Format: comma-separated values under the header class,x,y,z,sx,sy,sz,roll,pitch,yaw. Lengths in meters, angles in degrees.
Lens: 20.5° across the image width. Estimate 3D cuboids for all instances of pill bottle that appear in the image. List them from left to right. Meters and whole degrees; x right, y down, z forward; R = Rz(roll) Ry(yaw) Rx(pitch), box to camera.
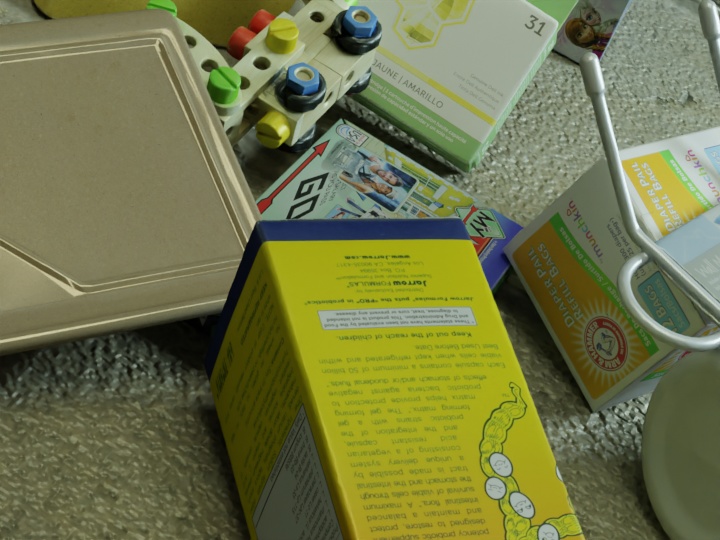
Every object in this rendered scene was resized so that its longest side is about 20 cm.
class,x,y,z,sx,sy,sz,roll,pitch,yaw
pill bottle,0.257,0.092,1.051,0.199,0.116,0.116,-3,45,-33

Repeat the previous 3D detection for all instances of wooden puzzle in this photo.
class,x,y,z,sx,sy,sz,roll,pitch,yaw
wooden puzzle,-0.148,-0.046,0.991,0.184,0.037,0.201,-10,58,-30

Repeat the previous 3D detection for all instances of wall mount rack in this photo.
class,x,y,z,sx,sy,sz,roll,pitch,yaw
wall mount rack,0.192,-0.045,1.027,0.174,0.075,0.199,46,42,17

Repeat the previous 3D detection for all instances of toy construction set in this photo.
class,x,y,z,sx,sy,sz,roll,pitch,yaw
toy construction set,-0.064,-0.136,1.136,0.131,0.092,0.200,31,65,13

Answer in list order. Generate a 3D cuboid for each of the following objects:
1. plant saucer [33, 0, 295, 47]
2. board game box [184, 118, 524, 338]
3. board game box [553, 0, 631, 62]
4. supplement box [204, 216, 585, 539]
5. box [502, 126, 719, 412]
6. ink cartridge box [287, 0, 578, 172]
class,x,y,z,sx,sy,sz,roll,pitch,yaw
plant saucer,-0.116,-0.224,1.268,0.198,0.049,0.201,8,41,-24
board game box,0.000,0.000,1.084,0.134,0.029,0.200,31,37,8
board game box,0.208,-0.268,1.387,0.041,0.201,0.200,27,36,4
supplement box,0.012,0.086,0.895,0.109,0.109,0.201,-1,51,-23
box,0.197,-0.010,1.130,0.199,0.101,0.113,-14,69,-41
ink cartridge box,0.061,-0.182,1.211,0.145,0.201,0.048,33,-3,6
